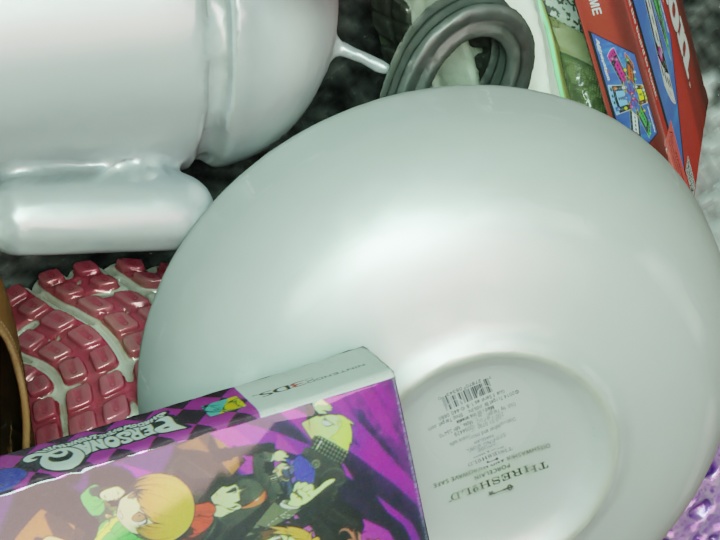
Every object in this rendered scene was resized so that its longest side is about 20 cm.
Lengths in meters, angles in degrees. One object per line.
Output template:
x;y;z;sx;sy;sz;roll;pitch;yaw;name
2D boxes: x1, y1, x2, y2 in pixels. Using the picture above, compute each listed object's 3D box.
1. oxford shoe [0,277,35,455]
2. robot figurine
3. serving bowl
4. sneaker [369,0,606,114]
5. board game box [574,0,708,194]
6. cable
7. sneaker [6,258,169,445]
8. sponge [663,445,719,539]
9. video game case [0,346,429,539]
-0.128;0.078;0.813;0.071;0.071;0.201;-17;128;-21;oxford shoe
-0.093;-0.086;0.857;0.198;0.113;0.171;-5;75;-14;robot figurine
0.032;0.045;0.849;0.199;0.066;0.201;-6;120;-11;serving bowl
0.078;-0.035;0.933;0.088;0.077;0.201;-26;104;-39;sneaker
0.081;-0.123;0.893;0.019;0.103;0.201;-11;116;16;board game box
0.000;0.000;0.893;0.096;0.050;0.201;1;111;-18;cable
-0.124;0.069;0.911;0.199;0.081;0.075;-33;137;-6;sneaker
0.080;0.093;0.991;0.199;0.030;0.112;24;95;-19;sponge
-0.057;0.142;0.781;0.180;0.036;0.201;-15;106;-15;video game case
